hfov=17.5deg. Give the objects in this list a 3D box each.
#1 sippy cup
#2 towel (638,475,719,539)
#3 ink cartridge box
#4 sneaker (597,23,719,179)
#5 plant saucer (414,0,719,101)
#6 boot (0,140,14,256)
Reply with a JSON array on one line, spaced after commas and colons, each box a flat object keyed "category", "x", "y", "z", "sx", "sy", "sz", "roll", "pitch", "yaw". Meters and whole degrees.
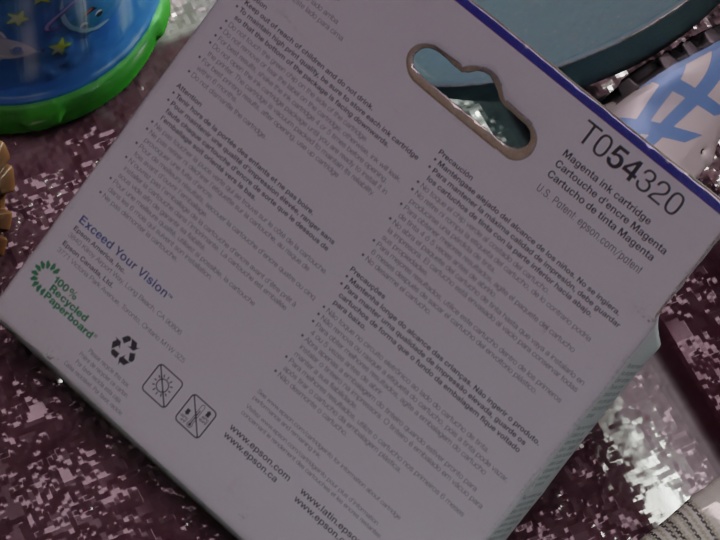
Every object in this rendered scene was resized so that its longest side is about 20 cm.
[{"category": "sippy cup", "x": -0.138, "y": -0.143, "z": 0.892, "sx": 0.139, "sy": 0.130, "sz": 0.179, "roll": 9, "pitch": 60, "yaw": -3}, {"category": "towel", "x": 0.156, "y": 0.169, "z": 0.811, "sx": 0.200, "sy": 0.035, "sz": 0.193, "roll": -32, "pitch": 69, "yaw": -22}, {"category": "ink cartridge box", "x": 0.000, "y": 0.000, "z": 0.823, "sx": 0.196, "sy": 0.043, "sz": 0.200, "roll": 41, "pitch": 100, "yaw": 15}, {"category": "sneaker", "x": 0.092, "y": -0.017, "z": 0.876, "sx": 0.072, "sy": 0.072, "sz": 0.200, "roll": 43, "pitch": 79, "yaw": 0}, {"category": "plant saucer", "x": 0.080, "y": -0.129, "z": 0.921, "sx": 0.199, "sy": 0.036, "sz": 0.200, "roll": -18, "pitch": 39, "yaw": 15}, {"category": "boot", "x": -0.202, "y": 0.036, "z": 0.830, "sx": 0.107, "sy": 0.075, "sz": 0.201, "roll": 7, "pitch": 64, "yaw": 19}]
